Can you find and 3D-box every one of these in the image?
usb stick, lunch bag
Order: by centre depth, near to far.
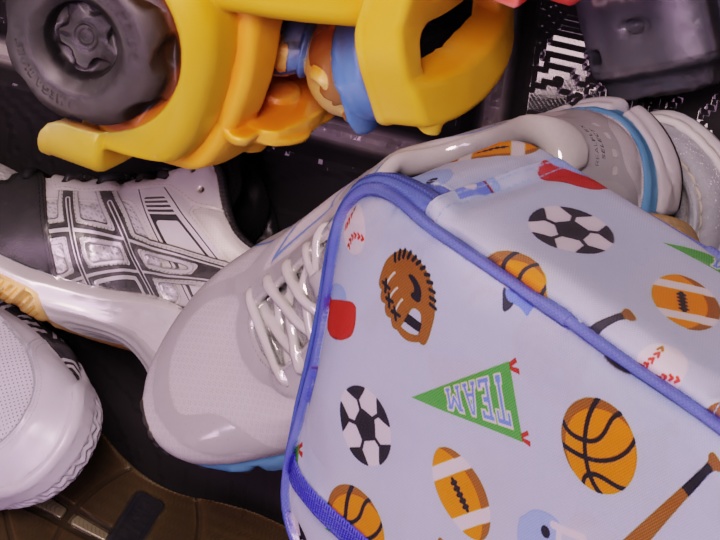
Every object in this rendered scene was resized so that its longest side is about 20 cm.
[{"bbox_3d":[0.063,0.070,0.739,0.200,0.075,0.161,40,129,36],"label":"lunch bag"},{"bbox_3d":[0.079,-0.155,0.863,0.055,0.033,0.201,-9,101,29],"label":"usb stick"}]

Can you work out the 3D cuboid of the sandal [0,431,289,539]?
[{"bbox_3d":[-0.099,0.105,1.006,0.199,0.080,0.054,24,137,14],"label":"sandal"}]

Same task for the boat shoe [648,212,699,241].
[{"bbox_3d":[0.059,0.069,0.846,0.070,0.070,0.201,2,140,-15],"label":"boat shoe"}]

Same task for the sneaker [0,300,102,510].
[{"bbox_3d":[-0.188,0.015,0.966,0.199,0.115,0.075,31,84,33],"label":"sneaker"}]

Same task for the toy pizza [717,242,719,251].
[{"bbox_3d":[0.192,0.024,0.771,0.199,0.032,0.202,-5,81,32],"label":"toy pizza"}]

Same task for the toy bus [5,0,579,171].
[{"bbox_3d":[0.003,-0.110,0.850,0.191,0.136,0.201,23,122,14],"label":"toy bus"}]

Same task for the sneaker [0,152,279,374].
[{"bbox_3d":[-0.074,-0.010,0.966,0.199,0.076,0.088,28,94,17],"label":"sneaker"}]

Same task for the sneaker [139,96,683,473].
[{"bbox_3d":[0.000,0.000,0.850,0.199,0.087,0.075,-33,72,22],"label":"sneaker"}]

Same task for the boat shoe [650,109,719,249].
[{"bbox_3d":[0.054,0.031,0.909,0.074,0.065,0.202,46,118,7],"label":"boat shoe"}]
